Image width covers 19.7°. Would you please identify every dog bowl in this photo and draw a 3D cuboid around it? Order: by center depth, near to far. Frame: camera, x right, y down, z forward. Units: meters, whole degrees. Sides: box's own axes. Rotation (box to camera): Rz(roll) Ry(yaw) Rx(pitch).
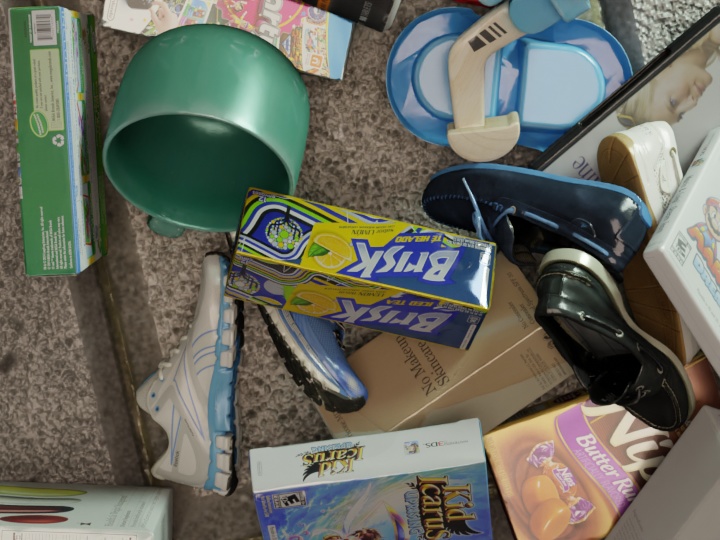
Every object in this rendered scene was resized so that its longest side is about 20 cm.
[{"bbox_3d":[0.119,-0.152,1.682,0.199,0.050,0.112,5,95,-2],"label":"dog bowl"}]

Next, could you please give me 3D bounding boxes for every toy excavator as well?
[{"bbox_3d":[0.117,-0.209,1.608,0.200,0.100,0.195,-31,105,13],"label":"toy excavator"}]

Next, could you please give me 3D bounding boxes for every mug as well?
[{"bbox_3d":[-0.128,-0.115,1.625,0.185,0.115,0.152,-16,138,35],"label":"mug"}]

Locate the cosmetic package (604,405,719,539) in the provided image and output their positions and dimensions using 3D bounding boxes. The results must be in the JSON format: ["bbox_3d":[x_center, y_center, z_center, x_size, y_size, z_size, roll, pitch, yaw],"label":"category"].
[{"bbox_3d":[0.271,0.212,1.654,0.101,0.071,0.200,17,120,-24],"label":"cosmetic package"}]

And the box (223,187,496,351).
[{"bbox_3d":[0.000,0.000,1.601,0.199,0.070,0.064,12,57,-6],"label":"box"}]

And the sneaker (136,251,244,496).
[{"bbox_3d":[-0.139,0.083,1.690,0.086,0.075,0.201,4,95,5],"label":"sneaker"}]

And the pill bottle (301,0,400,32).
[{"bbox_3d":[-0.053,-0.265,1.581,0.199,0.106,0.107,21,94,-1],"label":"pill bottle"}]

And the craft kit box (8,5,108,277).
[{"bbox_3d":[-0.232,-0.103,1.609,0.048,0.198,0.201,-3,94,3],"label":"craft kit box"}]

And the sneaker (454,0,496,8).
[{"bbox_3d":[0.088,-0.285,1.657,0.200,0.078,0.116,44,92,-3],"label":"sneaker"}]

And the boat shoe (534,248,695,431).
[{"bbox_3d":[0.193,0.071,1.602,0.074,0.066,0.200,-5,135,35],"label":"boat shoe"}]

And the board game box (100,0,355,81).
[{"bbox_3d":[-0.095,-0.245,1.665,0.199,0.064,0.148,12,94,-3],"label":"board game box"}]

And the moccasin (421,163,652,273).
[{"bbox_3d":[0.127,-0.039,1.619,0.200,0.080,0.068,6,65,40],"label":"moccasin"}]

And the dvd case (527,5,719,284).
[{"bbox_3d":[0.248,-0.099,1.671,0.200,0.018,0.143,-40,123,3],"label":"dvd case"}]

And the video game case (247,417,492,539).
[{"bbox_3d":[0.014,0.202,1.650,0.181,0.200,0.046,-9,51,0],"label":"video game case"}]

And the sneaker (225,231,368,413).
[{"bbox_3d":[-0.037,0.021,1.656,0.089,0.079,0.200,-24,66,-6],"label":"sneaker"}]

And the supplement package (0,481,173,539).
[{"bbox_3d":[-0.256,0.253,1.642,0.199,0.191,0.148,2,94,-1],"label":"supplement package"}]

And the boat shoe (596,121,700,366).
[{"bbox_3d":[0.248,-0.022,1.647,0.069,0.071,0.201,-23,110,-25],"label":"boat shoe"}]

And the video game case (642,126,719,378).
[{"bbox_3d":[0.304,0.013,1.626,0.024,0.182,0.200,-21,112,39],"label":"video game case"}]

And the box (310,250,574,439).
[{"bbox_3d":[0.067,0.085,1.669,0.200,0.095,0.078,-35,139,1],"label":"box"}]

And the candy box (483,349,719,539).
[{"bbox_3d":[0.207,0.152,1.706,0.199,0.056,0.117,-20,94,0],"label":"candy box"}]
